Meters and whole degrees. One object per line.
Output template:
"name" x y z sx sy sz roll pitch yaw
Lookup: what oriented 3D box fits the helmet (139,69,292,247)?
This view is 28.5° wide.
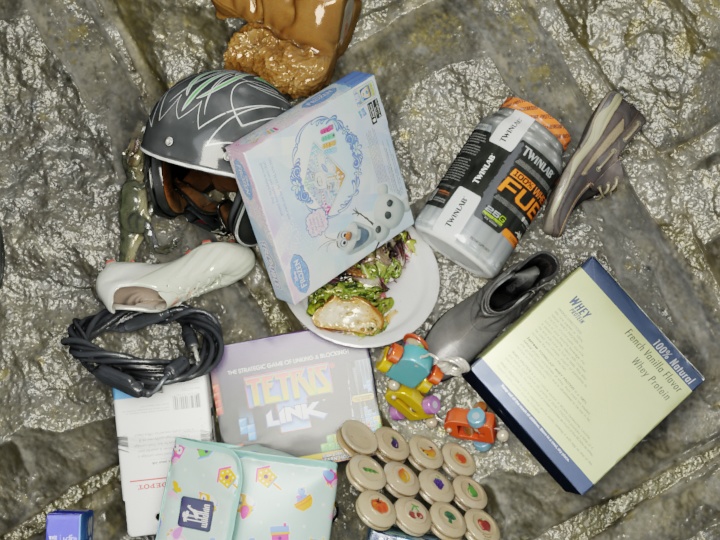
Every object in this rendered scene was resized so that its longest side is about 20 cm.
"helmet" -0.162 -0.143 1.679 0.198 0.201 0.192 -7 126 -1

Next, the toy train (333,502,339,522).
"toy train" -0.115 0.332 1.719 0.199 0.046 0.034 -28 85 -4

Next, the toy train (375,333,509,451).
"toy train" 0.099 0.138 1.700 0.149 0.201 0.056 5 54 22

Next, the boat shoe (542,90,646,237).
"boat shoe" 0.293 -0.126 1.763 0.073 0.075 0.201 28 85 3

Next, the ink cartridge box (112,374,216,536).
"ink cartridge box" -0.233 0.213 1.719 0.115 0.068 0.202 -6 86 -1

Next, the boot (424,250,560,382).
"boot" 0.149 0.050 1.711 0.070 0.132 0.200 43 85 3

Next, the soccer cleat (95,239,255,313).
"soccer cleat" -0.220 0.015 1.724 0.198 0.070 0.078 -10 40 -14

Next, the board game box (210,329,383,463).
"board game box" -0.078 0.160 1.735 0.198 0.057 0.167 -11 85 -2

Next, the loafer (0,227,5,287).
"loafer" -0.486 0.026 1.737 0.072 0.072 0.202 11 83 2

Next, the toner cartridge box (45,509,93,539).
"toner cartridge box" -0.348 0.388 1.687 0.043 0.095 0.202 1 84 -1

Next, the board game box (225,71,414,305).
"board game box" -0.042 -0.097 1.645 0.198 0.043 0.202 -34 123 -30

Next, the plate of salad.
"plate of salad" 0.000 0.000 1.730 0.198 0.048 0.202 3 59 -4

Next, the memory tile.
"memory tile" 0.069 0.249 1.664 0.198 0.017 0.154 15 38 -29

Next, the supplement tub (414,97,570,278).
"supplement tub" 0.165 -0.103 1.734 0.122 0.123 0.201 32 84 3

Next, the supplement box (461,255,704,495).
"supplement box" 0.262 0.127 1.703 0.200 0.134 0.200 -42 86 -5

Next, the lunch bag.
"lunch bag" -0.135 0.286 1.636 0.198 0.122 0.172 10 85 -7

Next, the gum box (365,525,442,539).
"gum box" 0.104 0.340 1.659 0.198 0.170 0.045 12 84 1

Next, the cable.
"cable" -0.262 0.080 1.698 0.199 0.051 0.163 18 39 33

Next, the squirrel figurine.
"squirrel figurine" -0.110 -0.308 1.751 0.185 0.142 0.202 15 81 8

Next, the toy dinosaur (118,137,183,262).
"toy dinosaur" -0.267 -0.060 1.766 0.087 0.047 0.202 8 87 4
